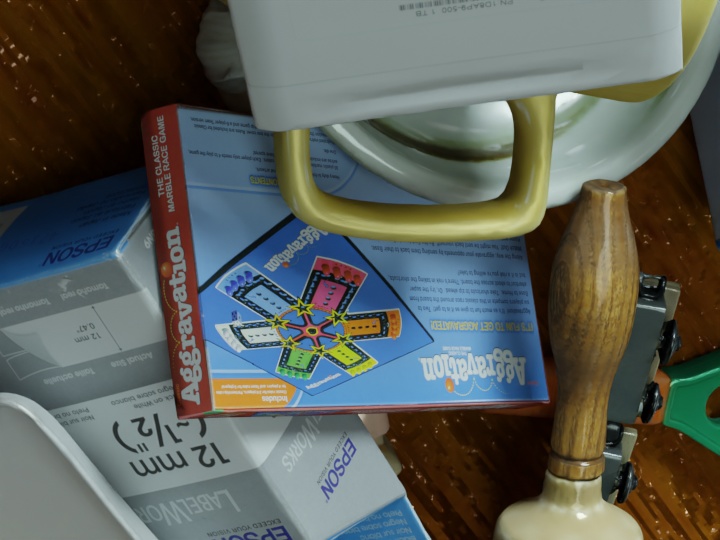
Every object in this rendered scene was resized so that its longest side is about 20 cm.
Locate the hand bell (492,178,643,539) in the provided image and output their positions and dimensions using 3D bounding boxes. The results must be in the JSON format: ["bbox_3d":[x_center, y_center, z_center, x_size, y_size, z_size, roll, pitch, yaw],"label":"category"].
[{"bbox_3d":[0.080,0.064,0.893,0.104,0.104,0.200,-3,110,-17],"label":"hand bell"}]

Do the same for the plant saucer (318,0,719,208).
[{"bbox_3d":[0.042,-0.120,0.881,0.200,0.050,0.200,0,90,-25],"label":"plant saucer"}]

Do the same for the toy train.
[{"bbox_3d":[0.091,0.081,0.967,0.034,0.046,0.200,11,121,-4],"label":"toy train"}]

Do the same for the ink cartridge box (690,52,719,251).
[{"bbox_3d":[0.244,-0.074,0.919,0.200,0.145,0.085,-7,80,-15],"label":"ink cartridge box"}]

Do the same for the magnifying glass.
[{"bbox_3d":[0.143,0.054,1.007,0.200,0.022,0.080,5,107,-21],"label":"magnifying glass"}]

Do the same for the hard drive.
[{"bbox_3d":[0.020,-0.125,0.663,0.132,0.027,0.200,-7,138,3],"label":"hard drive"}]

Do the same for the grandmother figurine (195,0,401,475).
[{"bbox_3d":[-0.030,-0.013,0.912,0.121,0.061,0.200,-20,113,-40],"label":"grandmother figurine"}]

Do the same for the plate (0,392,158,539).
[{"bbox_3d":[-0.129,0.129,0.888,0.200,0.032,0.200,-19,120,36],"label":"plate"}]

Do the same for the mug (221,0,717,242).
[{"bbox_3d":[0.024,-0.114,0.770,0.153,0.149,0.187,1,76,-17],"label":"mug"}]

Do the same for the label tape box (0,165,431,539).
[{"bbox_3d":[-0.078,0.067,0.876,0.143,0.066,0.200,-14,118,33],"label":"label tape box"}]

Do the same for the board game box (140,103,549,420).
[{"bbox_3d":[0.000,0.000,0.862,0.200,0.019,0.103,3,75,-53],"label":"board game box"}]
